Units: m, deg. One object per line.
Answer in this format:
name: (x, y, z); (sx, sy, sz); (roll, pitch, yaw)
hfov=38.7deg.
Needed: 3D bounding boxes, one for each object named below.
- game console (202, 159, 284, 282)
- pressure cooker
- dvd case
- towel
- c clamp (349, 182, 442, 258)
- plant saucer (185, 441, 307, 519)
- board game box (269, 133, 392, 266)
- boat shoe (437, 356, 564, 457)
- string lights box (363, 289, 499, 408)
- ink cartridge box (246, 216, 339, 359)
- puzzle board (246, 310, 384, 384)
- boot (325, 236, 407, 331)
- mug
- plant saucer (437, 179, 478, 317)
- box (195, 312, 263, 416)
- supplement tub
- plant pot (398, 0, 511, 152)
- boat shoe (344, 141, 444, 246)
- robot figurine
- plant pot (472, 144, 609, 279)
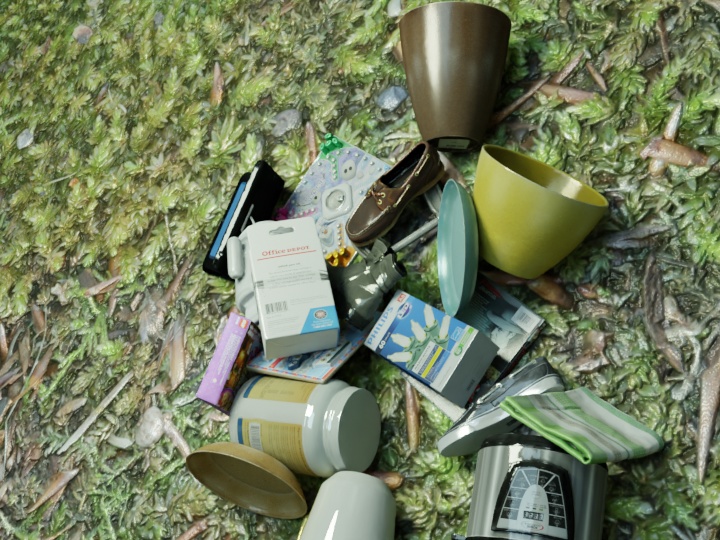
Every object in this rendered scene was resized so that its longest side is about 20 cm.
game console: (-0.226, -0.092, 1.799); (0.115, 0.176, 0.203); (20, 82, 17)
pressure cooker: (0.223, 0.323, 1.298); (0.175, 0.177, 0.203); (-20, 53, 57)
dvd case: (0.166, 0.117, 1.528); (0.146, 0.022, 0.201); (37, 91, 38)
towel: (0.286, 0.193, 1.305); (0.148, 0.198, 0.031); (30, 106, 38)
c clamp: (0.075, -0.072, 1.655); (0.198, 0.027, 0.173); (-28, 60, 12)
plant saucer: (-0.165, 0.309, 1.539); (0.197, 0.201, 0.036); (1, 51, 32)
board game box: (-0.044, -0.122, 1.773); (0.199, 0.026, 0.201); (32, 87, 38)
boat shoe: (0.188, 0.190, 1.446); (0.199, 0.072, 0.068); (-35, 55, 10)
string lights box: (0.101, 0.112, 1.506); (0.199, 0.059, 0.104); (27, 82, 53)
ink cartridge box: (-0.106, 0.024, 1.569); (0.114, 0.068, 0.203); (-8, 59, -9)
puzzle board: (-0.065, 0.106, 1.605); (0.149, 0.018, 0.200); (5, 32, 34)
boot: (0.000, 0.000, 1.627); (0.131, 0.067, 0.200); (-51, 36, 6)
mug: (-0.031, 0.371, 1.457); (0.184, 0.150, 0.155); (1, 60, 25)
plant saucer: (0.144, -0.033, 1.516); (0.027, 0.201, 0.203); (0, 61, -7)
box: (-0.191, 0.159, 1.621); (0.039, 0.200, 0.139); (19, 77, 13)
supplement tub: (-0.083, 0.234, 1.549); (0.197, 0.144, 0.147); (1, 67, 32)
plant pot: (0.151, -0.301, 1.659); (0.184, 0.186, 0.204); (-4, 80, 30)
boat shoe: (0.046, -0.127, 1.646); (0.200, 0.070, 0.070); (-46, 55, 0)
robot figurine: (-0.151, 0.002, 1.688); (0.112, 0.169, 0.203); (-30, 48, 33)
plant pot: (0.240, -0.075, 1.488); (0.199, 0.198, 0.144); (39, 114, 38)
